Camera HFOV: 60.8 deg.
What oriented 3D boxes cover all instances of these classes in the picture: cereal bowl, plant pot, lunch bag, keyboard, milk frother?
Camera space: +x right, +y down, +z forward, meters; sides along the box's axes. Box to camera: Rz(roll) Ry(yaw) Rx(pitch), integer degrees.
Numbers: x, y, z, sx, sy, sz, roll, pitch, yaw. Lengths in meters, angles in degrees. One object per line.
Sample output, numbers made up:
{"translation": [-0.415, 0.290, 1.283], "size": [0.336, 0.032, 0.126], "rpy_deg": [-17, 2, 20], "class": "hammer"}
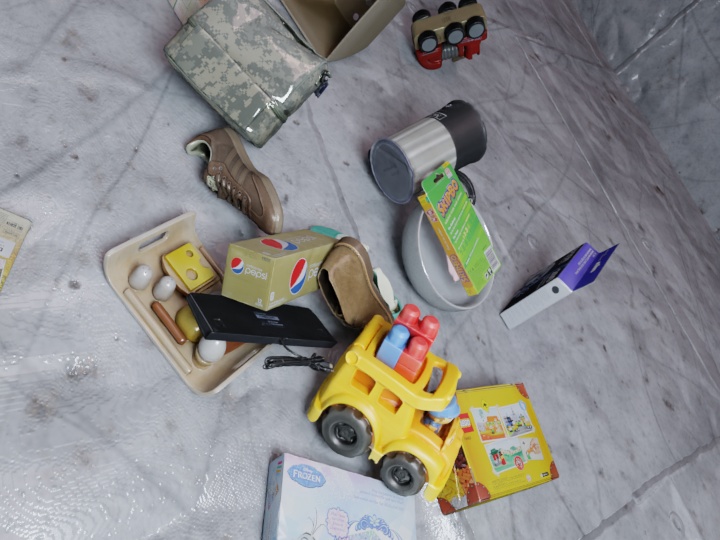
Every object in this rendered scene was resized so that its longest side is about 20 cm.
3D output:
{"translation": [0.139, -0.027, 1.051], "size": [0.196, 0.082, 0.207], "rpy_deg": [13, 70, -39], "class": "cereal bowl"}
{"translation": [-0.022, -0.557, 1.239], "size": [0.203, 0.199, 0.176], "rpy_deg": [56, 29, 8], "class": "plant pot"}
{"translation": [-0.160, -0.306, 0.908], "size": [0.200, 0.168, 0.139], "rpy_deg": [44, 6, -4], "class": "lunch bag"}
{"translation": [-0.103, 0.078, 0.726], "size": [0.197, 0.021, 0.127], "rpy_deg": [12, 28, -47], "class": "keyboard"}
{"translation": [0.125, -0.170, 1.111], "size": [0.185, 0.179, 0.205], "rpy_deg": [-30, 100, -26], "class": "milk frother"}

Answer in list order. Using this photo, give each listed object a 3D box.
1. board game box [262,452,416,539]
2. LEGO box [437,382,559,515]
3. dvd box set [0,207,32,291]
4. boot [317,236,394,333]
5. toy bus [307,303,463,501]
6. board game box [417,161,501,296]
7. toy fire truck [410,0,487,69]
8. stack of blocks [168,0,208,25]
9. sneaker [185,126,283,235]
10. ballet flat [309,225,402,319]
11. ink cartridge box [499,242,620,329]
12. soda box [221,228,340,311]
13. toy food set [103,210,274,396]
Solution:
{"translation": [-0.020, 0.333, 0.691], "size": [0.196, 0.043, 0.204], "rpy_deg": [25, 47, -27], "class": "board game box"}
{"translation": [0.186, 0.257, 0.909], "size": [0.196, 0.077, 0.153], "rpy_deg": [4, 58, -40], "class": "LEGO box"}
{"translation": [-0.416, 0.006, 0.575], "size": [0.144, 0.029, 0.205], "rpy_deg": [25, 47, -29], "class": "dvd box set"}
{"translation": [-0.005, 0.058, 0.853], "size": [0.076, 0.072, 0.204], "rpy_deg": [-48, 128, -36], "class": "boot"}
{"translation": [0.059, 0.148, 0.762], "size": [0.197, 0.195, 0.136], "rpy_deg": [33, 29, 7], "class": "toy bus"}
{"translation": [0.162, -0.070, 1.010], "size": [0.095, 0.030, 0.204], "rpy_deg": [-39, 107, -42], "class": "board game box"}
{"translation": [0.216, -0.545, 1.491], "size": [0.201, 0.171, 0.132], "rpy_deg": [66, 11, -59], "class": "toy fire truck"}
{"translation": [-0.238, -0.425, 1.030], "size": [0.114, 0.058, 0.203], "rpy_deg": [-20, 76, -48], "class": "stack of blocks"}
{"translation": [-0.176, -0.117, 0.853], "size": [0.074, 0.071, 0.202], "rpy_deg": [-20, 57, -27], "class": "sneaker"}
{"translation": [0.000, 0.000, 0.931], "size": [0.202, 0.070, 0.067], "rpy_deg": [55, 39, 4], "class": "ballet flat"}
{"translation": [0.379, 0.015, 1.168], "size": [0.044, 0.199, 0.197], "rpy_deg": [53, 41, 2], "class": "ink cartridge box"}
{"translation": [-0.094, -0.007, 0.792], "size": [0.066, 0.066, 0.199], "rpy_deg": [17, 15, 18], "class": "soda box"}
{"translation": [-0.191, 0.033, 0.740], "size": [0.202, 0.060, 0.143], "rpy_deg": [52, 41, 0], "class": "toy food set"}
